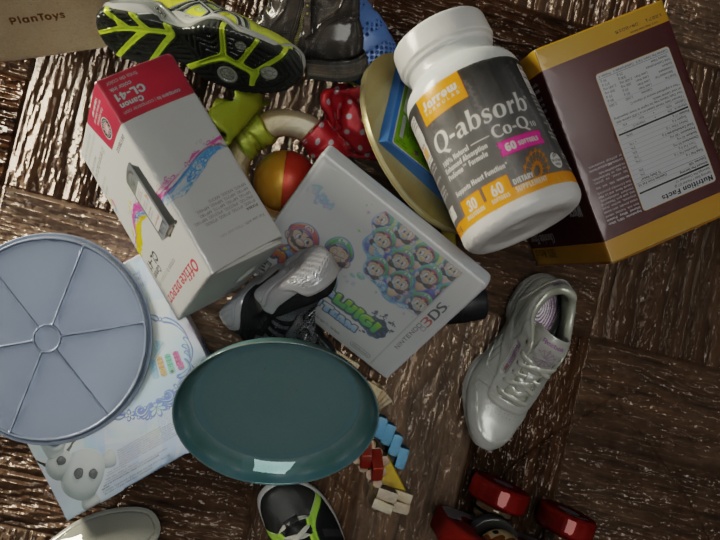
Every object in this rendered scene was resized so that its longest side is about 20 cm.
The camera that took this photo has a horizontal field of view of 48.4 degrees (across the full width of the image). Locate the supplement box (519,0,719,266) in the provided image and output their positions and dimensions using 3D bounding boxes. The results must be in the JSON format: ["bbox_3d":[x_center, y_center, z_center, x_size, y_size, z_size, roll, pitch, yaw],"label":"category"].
[{"bbox_3d":[0.234,-0.122,0.804,0.131,0.197,0.203,-21,92,-7],"label":"supplement box"}]

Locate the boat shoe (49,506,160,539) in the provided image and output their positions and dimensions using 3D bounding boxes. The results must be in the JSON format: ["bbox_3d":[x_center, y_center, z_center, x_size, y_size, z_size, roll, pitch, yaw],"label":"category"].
[{"bbox_3d":[-0.293,0.309,0.806,0.198,0.074,0.061,-26,135,-22],"label":"boat shoe"}]

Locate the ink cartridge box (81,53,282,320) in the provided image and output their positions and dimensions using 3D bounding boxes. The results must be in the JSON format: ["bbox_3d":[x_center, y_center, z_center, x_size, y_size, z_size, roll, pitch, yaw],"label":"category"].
[{"bbox_3d":[-0.175,-0.074,0.759,0.085,0.147,0.202,-28,84,-31],"label":"ink cartridge box"}]

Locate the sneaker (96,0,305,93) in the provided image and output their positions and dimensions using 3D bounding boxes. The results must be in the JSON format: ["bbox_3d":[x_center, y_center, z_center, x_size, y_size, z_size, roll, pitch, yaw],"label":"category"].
[{"bbox_3d":[-0.143,-0.228,0.752,0.197,0.076,0.077,18,55,0],"label":"sneaker"}]

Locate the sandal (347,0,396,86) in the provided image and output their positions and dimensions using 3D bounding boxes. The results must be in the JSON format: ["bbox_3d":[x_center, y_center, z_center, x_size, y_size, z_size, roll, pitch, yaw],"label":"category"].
[{"bbox_3d":[-0.029,-0.277,0.828,0.079,0.087,0.201,-39,96,-8],"label":"sandal"}]

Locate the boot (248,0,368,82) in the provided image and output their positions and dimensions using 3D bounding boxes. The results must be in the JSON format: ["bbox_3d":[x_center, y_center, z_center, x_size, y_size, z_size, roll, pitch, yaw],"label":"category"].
[{"bbox_3d":[-0.071,-0.280,0.771,0.197,0.070,0.176,9,126,15],"label":"boot"}]

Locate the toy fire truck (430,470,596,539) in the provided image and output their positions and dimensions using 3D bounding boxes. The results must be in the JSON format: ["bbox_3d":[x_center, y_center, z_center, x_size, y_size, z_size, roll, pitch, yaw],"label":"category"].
[{"bbox_3d":[0.174,0.296,0.812,0.197,0.168,0.114,23,87,-7],"label":"toy fire truck"}]

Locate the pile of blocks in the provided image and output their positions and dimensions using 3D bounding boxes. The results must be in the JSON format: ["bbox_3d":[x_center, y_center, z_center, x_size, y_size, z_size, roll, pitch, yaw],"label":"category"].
[{"bbox_3d":[0.009,0.170,0.844,0.081,0.062,0.202,-33,94,-6],"label":"pile of blocks"}]

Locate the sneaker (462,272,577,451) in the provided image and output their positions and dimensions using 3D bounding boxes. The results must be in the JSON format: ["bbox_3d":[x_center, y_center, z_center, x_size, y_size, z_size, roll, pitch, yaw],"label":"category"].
[{"bbox_3d":[0.168,0.096,0.846,0.074,0.100,0.203,23,89,-9],"label":"sneaker"}]

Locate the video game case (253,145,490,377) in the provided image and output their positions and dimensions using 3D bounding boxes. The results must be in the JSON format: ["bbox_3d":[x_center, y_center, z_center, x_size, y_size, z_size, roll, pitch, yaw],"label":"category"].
[{"bbox_3d":[0.000,0.000,0.803,0.199,0.024,0.182,38,131,-5],"label":"video game case"}]

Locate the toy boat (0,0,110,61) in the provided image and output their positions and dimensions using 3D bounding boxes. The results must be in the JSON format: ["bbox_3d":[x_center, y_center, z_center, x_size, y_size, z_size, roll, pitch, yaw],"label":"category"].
[{"bbox_3d":[-0.328,-0.294,0.786,0.196,0.131,0.133,-10,61,-8],"label":"toy boat"}]

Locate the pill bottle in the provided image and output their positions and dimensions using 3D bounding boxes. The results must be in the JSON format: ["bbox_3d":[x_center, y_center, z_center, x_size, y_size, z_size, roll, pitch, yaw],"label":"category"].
[{"bbox_3d":[0.109,-0.127,0.728,0.115,0.117,0.203,-21,78,-7],"label":"pill bottle"}]

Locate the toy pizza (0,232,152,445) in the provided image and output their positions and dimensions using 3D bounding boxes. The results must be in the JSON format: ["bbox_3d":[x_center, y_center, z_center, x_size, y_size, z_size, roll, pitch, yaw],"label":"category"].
[{"bbox_3d":[-0.300,0.066,0.778,0.196,0.032,0.204,0,87,-5],"label":"toy pizza"}]

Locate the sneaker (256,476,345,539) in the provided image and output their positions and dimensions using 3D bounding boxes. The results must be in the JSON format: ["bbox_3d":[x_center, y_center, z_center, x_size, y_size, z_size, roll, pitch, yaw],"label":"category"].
[{"bbox_3d":[-0.038,0.304,0.828,0.071,0.083,0.202,-32,94,-6],"label":"sneaker"}]

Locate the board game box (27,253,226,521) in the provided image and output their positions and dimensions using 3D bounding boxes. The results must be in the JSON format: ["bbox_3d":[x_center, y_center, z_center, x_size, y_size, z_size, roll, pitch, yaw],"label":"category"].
[{"bbox_3d":[-0.253,0.113,0.819,0.198,0.043,0.201,-28,93,-6],"label":"board game box"}]

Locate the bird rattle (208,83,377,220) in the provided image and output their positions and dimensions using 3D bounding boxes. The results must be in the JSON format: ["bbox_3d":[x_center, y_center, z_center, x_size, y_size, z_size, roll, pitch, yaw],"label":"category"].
[{"bbox_3d":[-0.070,-0.119,0.834,0.196,0.113,0.166,4,104,-17],"label":"bird rattle"}]

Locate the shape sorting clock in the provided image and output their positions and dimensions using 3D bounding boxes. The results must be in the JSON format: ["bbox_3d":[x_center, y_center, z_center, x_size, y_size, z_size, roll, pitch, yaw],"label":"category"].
[{"bbox_3d":[0.071,-0.128,0.811,0.198,0.039,0.203,25,50,-32],"label":"shape sorting clock"}]

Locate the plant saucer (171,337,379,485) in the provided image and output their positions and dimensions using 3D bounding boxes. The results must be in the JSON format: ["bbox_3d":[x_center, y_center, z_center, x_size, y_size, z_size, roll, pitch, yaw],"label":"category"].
[{"bbox_3d":[-0.081,0.134,0.772,0.196,0.028,0.203,-2,128,-2],"label":"plant saucer"}]

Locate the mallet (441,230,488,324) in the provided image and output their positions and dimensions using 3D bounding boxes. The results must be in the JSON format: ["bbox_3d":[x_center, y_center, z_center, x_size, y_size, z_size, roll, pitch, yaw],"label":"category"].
[{"bbox_3d":[0.086,-0.040,0.869,0.065,0.041,0.204,-13,88,-10],"label":"mallet"}]

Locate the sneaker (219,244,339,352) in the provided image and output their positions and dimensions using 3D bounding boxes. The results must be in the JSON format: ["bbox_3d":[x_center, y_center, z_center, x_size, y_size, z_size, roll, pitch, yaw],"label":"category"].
[{"bbox_3d":[-0.057,0.050,0.779,0.114,0.199,0.075,52,57,-10],"label":"sneaker"}]
